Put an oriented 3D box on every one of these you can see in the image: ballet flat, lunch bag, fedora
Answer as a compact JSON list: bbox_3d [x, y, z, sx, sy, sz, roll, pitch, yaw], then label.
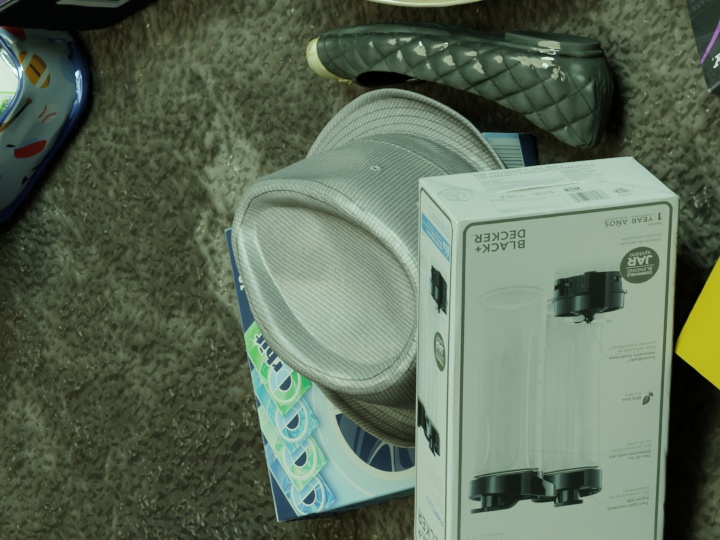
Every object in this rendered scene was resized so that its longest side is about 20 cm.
[{"bbox_3d":[0.045,-0.100,1.444,0.200,0.066,0.057,10,102,43],"label":"ballet flat"},{"bbox_3d":[-0.263,-0.133,1.726,0.200,0.076,0.160,55,127,26],"label":"lunch bag"},{"bbox_3d":[0.000,0.000,1.411,0.200,0.090,0.177,47,120,32],"label":"fedora"}]

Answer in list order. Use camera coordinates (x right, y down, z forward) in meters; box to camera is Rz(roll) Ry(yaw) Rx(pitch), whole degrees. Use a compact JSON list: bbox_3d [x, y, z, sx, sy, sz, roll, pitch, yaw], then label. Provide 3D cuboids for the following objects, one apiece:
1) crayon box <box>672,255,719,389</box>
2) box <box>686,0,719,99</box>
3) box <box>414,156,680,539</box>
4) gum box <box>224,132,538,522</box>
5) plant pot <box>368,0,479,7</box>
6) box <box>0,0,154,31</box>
[{"bbox_3d":[0.259,0.020,1.252,0.200,0.058,0.173,42,118,35],"label":"crayon box"},{"bbox_3d":[0.202,-0.193,1.280,0.143,0.036,0.200,-36,52,37],"label":"box"},{"bbox_3d":[0.087,0.052,1.337,0.060,0.117,0.200,-130,35,-62],"label":"box"},{"bbox_3d":[0.022,0.034,1.484,0.200,0.045,0.170,-18,79,42],"label":"gum box"},{"bbox_3d":[0.022,-0.249,1.401,0.200,0.200,0.135,-14,45,42],"label":"plant pot"},{"bbox_3d":[-0.160,-0.258,1.605,0.148,0.104,0.200,-24,75,41],"label":"box"}]
